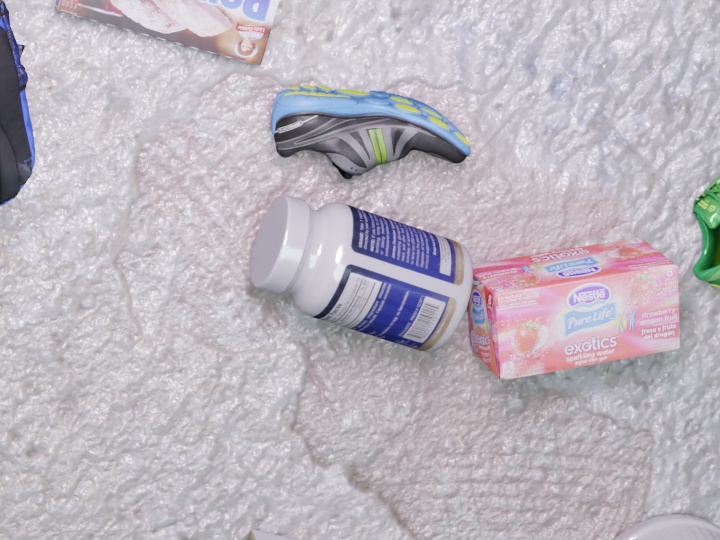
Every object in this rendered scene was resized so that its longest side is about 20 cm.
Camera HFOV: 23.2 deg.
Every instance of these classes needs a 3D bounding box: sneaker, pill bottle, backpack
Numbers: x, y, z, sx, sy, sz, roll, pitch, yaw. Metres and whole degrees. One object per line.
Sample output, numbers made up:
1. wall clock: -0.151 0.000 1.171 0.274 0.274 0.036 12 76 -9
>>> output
1. sneaker: 0.393 -0.073 1.825 0.083 0.074 0.201 1 108 -20
2. sneaker: 0.009 -0.129 1.707 0.198 0.071 0.083 6 111 -12
3. pill bottle: 0.000 0.000 1.717 0.199 0.116 0.116 19 102 -20
4. backpack: -0.367 -0.153 1.537 0.162 0.168 0.201 -15 115 -8

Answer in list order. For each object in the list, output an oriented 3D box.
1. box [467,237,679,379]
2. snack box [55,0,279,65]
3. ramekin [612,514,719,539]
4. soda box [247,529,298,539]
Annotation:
1. box: 0.217 0.038 1.797 0.199 0.103 0.095 -9 110 -12
2. snack box: -0.178 -0.252 1.634 0.199 0.024 0.072 13 102 -19
3. ramekin: 0.355 0.381 1.952 0.201 0.094 0.204 -5 109 -15
4. soda box: -0.028 0.333 1.843 0.199 0.068 0.064 15 103 -20
